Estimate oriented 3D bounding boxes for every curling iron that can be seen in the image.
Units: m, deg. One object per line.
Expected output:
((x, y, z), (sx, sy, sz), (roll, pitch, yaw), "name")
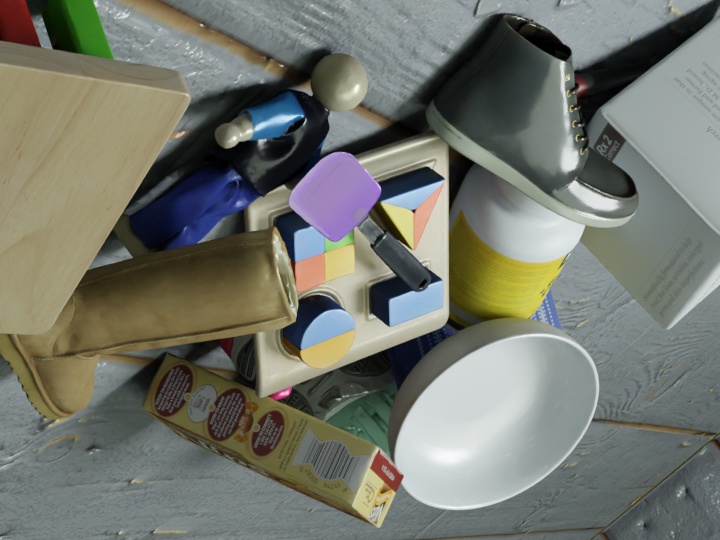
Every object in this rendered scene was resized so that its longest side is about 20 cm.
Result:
((0.186, -0.145, 1.435), (0.199, 0.050, 0.026), (-25, 161, -44), "curling iron")

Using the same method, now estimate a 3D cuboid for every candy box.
((-0.071, 0.141, 1.417), (0.056, 0.199, 0.116), (-63, 162, -12), "candy box")

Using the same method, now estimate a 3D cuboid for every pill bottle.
((0.129, -0.034, 1.480), (0.111, 0.112, 0.201), (-24, 156, -29), "pill bottle")

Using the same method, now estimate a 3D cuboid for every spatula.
((0.010, -0.028, 1.269), (0.057, 0.021, 0.200), (-48, 147, 0), "spatula")

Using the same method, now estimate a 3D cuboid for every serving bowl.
((0.109, 0.117, 1.516), (0.198, 0.066, 0.201), (-15, 131, -17), "serving bowl")

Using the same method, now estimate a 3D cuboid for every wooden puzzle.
((0.000, 0.000, 1.337), (0.184, 0.046, 0.201), (-20, 130, -28), "wooden puzzle")

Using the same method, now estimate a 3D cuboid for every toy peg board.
((-0.229, -0.069, 0.912), (0.198, 0.098, 0.200), (5, 136, -38), "toy peg board")

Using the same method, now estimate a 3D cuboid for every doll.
((-0.076, -0.075, 1.165), (0.199, 0.049, 0.136), (-38, 160, 4), "doll")

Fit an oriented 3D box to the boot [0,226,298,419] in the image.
((-0.138, 0.041, 1.175), (0.198, 0.067, 0.175), (-10, 157, 3), "boot")

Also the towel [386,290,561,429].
((0.102, 0.048, 1.598), (0.199, 0.146, 0.024), (-21, -173, -35), "towel")

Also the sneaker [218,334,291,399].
((-0.023, 0.023, 1.417), (0.200, 0.075, 0.081), (-42, 157, 12), "sneaker")

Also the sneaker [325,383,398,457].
((0.032, 0.130, 1.609), (0.118, 0.074, 0.201), (-23, -157, 37), "sneaker")

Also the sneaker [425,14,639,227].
((0.158, -0.111, 1.319), (0.199, 0.075, 0.106), (25, 120, -27), "sneaker")

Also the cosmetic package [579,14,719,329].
((0.300, -0.092, 1.504), (0.200, 0.165, 0.165), (-38, 165, -26), "cosmetic package")

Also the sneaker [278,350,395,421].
((-0.038, 0.101, 1.583), (0.199, 0.078, 0.099), (-33, -177, -23), "sneaker")
